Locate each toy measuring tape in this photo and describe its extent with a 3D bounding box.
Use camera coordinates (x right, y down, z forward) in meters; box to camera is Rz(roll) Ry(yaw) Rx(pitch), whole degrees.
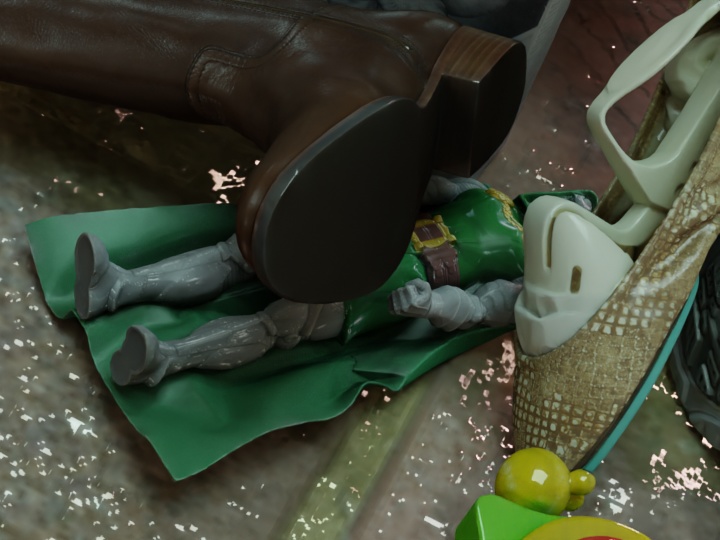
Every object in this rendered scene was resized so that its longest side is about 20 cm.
[{"bbox_3d":[0.076,0.148,0.893,0.073,0.074,0.200,0,63,-18],"label":"toy measuring tape"}]

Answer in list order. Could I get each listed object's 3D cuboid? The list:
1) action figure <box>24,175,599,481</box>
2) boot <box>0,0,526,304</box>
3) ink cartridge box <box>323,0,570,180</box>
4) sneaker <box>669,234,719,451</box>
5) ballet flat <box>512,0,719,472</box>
[{"bbox_3d":[0.000,0.000,0.989,0.200,0.055,0.118,-12,56,-31],"label":"action figure"},{"bbox_3d":[-0.068,-0.059,0.950,0.200,0.064,0.186,17,24,20],"label":"boot"},{"bbox_3d":[-0.013,-0.142,0.996,0.199,0.200,0.041,30,50,7],"label":"ink cartridge box"},{"bbox_3d":[0.174,0.049,1.001,0.099,0.078,0.200,-2,63,-28],"label":"sneaker"},{"bbox_3d":[0.092,-0.022,0.978,0.065,0.070,0.200,35,78,-21],"label":"ballet flat"}]
